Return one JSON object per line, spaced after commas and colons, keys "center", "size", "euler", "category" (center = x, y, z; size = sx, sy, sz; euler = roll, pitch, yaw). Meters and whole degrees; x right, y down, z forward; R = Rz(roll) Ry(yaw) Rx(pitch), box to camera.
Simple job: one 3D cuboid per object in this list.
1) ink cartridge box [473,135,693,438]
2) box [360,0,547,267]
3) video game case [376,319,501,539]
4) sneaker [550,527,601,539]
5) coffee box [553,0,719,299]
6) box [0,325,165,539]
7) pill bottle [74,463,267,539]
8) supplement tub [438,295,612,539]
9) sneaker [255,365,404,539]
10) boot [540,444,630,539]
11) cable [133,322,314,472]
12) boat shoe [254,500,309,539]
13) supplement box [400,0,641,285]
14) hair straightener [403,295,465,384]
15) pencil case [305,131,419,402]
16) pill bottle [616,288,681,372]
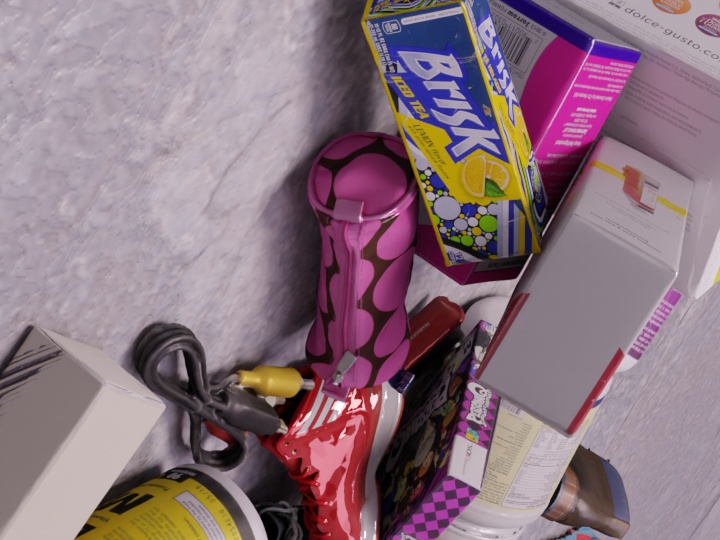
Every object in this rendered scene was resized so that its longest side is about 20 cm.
{"center": [0.163, 0.005, 1.176], "size": [0.145, 0.083, 0.200], "euler": [-62, 176, 24], "category": "ink cartridge box"}
{"center": [0.065, -0.102, 1.079], "size": [0.064, 0.070, 0.200], "euler": [-77, 152, -49], "category": "box"}
{"center": [0.051, 0.164, 1.363], "size": [0.200, 0.036, 0.182], "euler": [-53, -167, 40], "category": "video game case"}
{"center": [0.276, 0.391, 2.117], "size": [0.200, 0.095, 0.080], "euler": [-19, 137, -51], "category": "sneaker"}
{"center": [0.264, -0.139, 1.324], "size": [0.198, 0.199, 0.200], "euler": [-35, 148, -37], "category": "coffee box"}
{"center": [-0.212, 0.138, 0.998], "size": [0.200, 0.068, 0.082], "euler": [-55, 155, 0], "category": "box"}
{"center": [-0.166, 0.218, 1.124], "size": [0.200, 0.114, 0.115], "euler": [-25, 142, -47], "category": "pill bottle"}
{"center": [0.126, 0.140, 1.495], "size": [0.145, 0.145, 0.201], "euler": [-14, 134, -54], "category": "supplement tub"}
{"center": [-0.043, 0.164, 1.293], "size": [0.115, 0.078, 0.201], "euler": [8, 93, -35], "category": "sneaker"}
{"center": [0.196, 0.195, 1.625], "size": [0.097, 0.200, 0.075], "euler": [29, 109, -21], "category": "boot"}
{"center": [-0.113, 0.087, 1.166], "size": [0.097, 0.050, 0.200], "euler": [-41, 144, 11], "category": "cable"}
{"center": [-0.070, 0.222, 1.333], "size": [0.200, 0.073, 0.062], "euler": [-7, 143, -51], "category": "boat shoe"}
{"center": [0.102, -0.100, 1.210], "size": [0.103, 0.101, 0.200], "euler": [-3, 125, -61], "category": "supplement box"}
{"center": [0.015, 0.110, 1.385], "size": [0.200, 0.041, 0.077], "euler": [-45, 153, -20], "category": "hair straightener"}
{"center": [0.000, 0.000, 1.169], "size": [0.094, 0.091, 0.200], "euler": [-52, 155, -37], "category": "pencil case"}
{"center": [0.241, 0.026, 1.590], "size": [0.200, 0.112, 0.112], "euler": [-58, 155, 5], "category": "pill bottle"}
